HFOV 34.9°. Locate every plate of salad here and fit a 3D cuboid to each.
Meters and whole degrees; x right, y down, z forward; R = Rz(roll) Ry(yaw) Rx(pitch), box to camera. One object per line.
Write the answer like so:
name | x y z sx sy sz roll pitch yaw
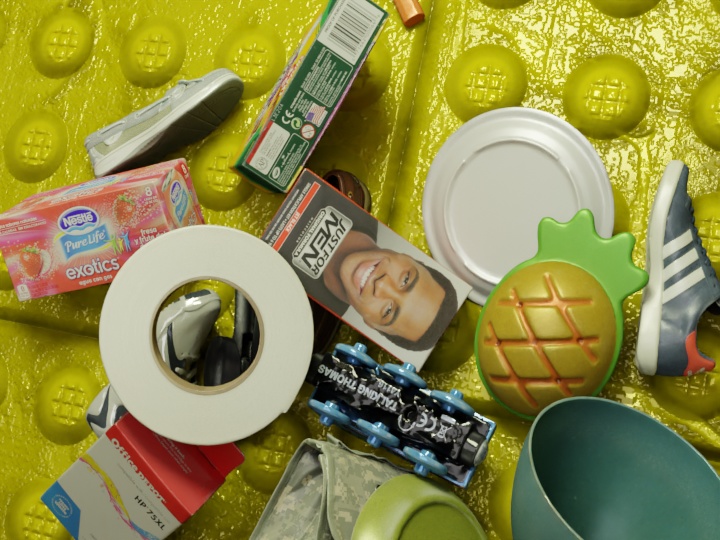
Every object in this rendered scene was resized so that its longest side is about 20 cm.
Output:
plate of salad | 0.156 -0.059 1.133 0.197 0.048 0.204 4 99 26

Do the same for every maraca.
maraca | 0.184 0.044 1.066 0.136 0.107 0.202 30 102 15

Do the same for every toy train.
toy train | 0.037 0.137 1.096 0.198 0.114 0.088 24 79 21

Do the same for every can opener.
can opener | -0.112 0.056 1.193 0.062 0.079 0.203 2 68 19

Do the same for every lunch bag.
lunch bag | -0.013 0.264 1.047 0.117 0.163 0.203 13 81 49

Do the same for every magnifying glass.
magnifying glass | 0.023 -0.358 1.265 0.079 0.022 0.203 -26 69 11

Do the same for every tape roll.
tape roll | -0.141 0.060 1.061 0.199 0.037 0.207 0 91 -3

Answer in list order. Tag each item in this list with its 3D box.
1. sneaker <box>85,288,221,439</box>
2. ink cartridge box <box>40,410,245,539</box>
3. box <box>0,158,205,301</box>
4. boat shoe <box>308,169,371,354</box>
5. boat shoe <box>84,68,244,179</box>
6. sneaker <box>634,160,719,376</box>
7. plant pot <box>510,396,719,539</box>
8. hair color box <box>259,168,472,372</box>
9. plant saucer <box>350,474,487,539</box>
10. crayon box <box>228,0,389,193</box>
sneaker | -0.185 0.129 1.190 0.129 0.079 0.200 43 92 19
ink cartridge box | -0.215 0.205 1.127 0.116 0.067 0.200 48 125 0
box | -0.277 -0.045 1.231 0.196 0.103 0.096 -11 107 16
boat shoe | -0.046 -0.008 1.181 0.071 0.068 0.204 13 82 20
boat shoe | -0.221 -0.169 1.273 0.200 0.074 0.065 -33 74 16
sneaker | 0.307 0.000 1.068 0.083 0.075 0.204 6 85 12
plant pot | 0.210 0.230 0.997 0.199 0.199 0.136 40 128 21
hair color box | 0.000 0.000 1.116 0.198 0.061 0.102 34 88 -4
plant saucer | 0.066 0.281 1.013 0.031 0.198 0.204 -18 71 40
crayon box | -0.059 -0.179 1.169 0.058 0.172 0.202 31 88 -13
